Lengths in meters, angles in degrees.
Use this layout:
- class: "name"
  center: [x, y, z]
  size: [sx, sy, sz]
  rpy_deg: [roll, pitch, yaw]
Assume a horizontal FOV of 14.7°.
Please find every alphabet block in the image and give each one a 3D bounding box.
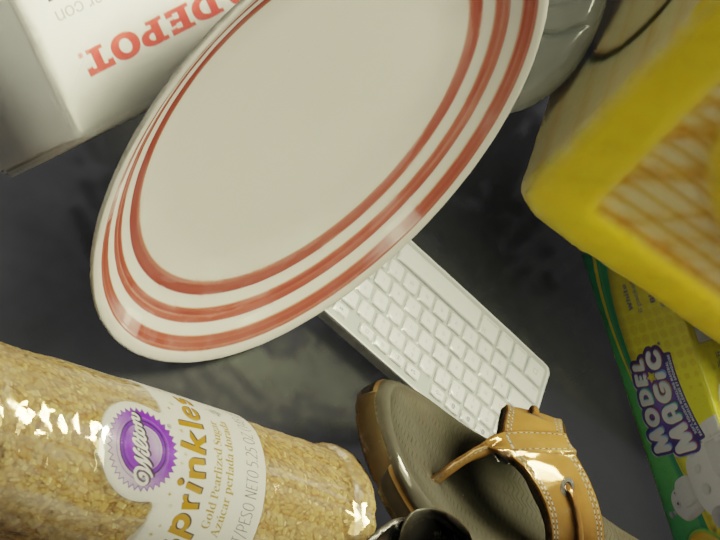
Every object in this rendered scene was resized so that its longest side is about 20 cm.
- class: "alphabet block"
  center: [0.206, -0.088, 1.095]
  size: [0.196, 0.195, 0.200]
  rpy_deg: [32, 42, -11]

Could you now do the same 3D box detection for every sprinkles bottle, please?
- class: "sprinkles bottle"
  center: [-0.089, 0.066, 0.911]
  size: [0.200, 0.068, 0.068]
  rpy_deg: [21, 64, -37]

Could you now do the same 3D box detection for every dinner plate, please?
- class: "dinner plate"
  center: [-0.016, -0.051, 0.950]
  size: [0.200, 0.200, 0.024]
  rpy_deg: [-18, 54, -44]

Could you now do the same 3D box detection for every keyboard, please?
- class: "keyboard"
  center: [0.000, 0.000, 1.051]
  size: [0.200, 0.011, 0.056]
  rpy_deg: [42, 53, -25]

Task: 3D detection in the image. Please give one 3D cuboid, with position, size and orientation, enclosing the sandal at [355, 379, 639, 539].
- class: "sandal"
  center: [0.069, 0.087, 1.028]
  size: [0.200, 0.055, 0.082]
  rpy_deg: [34, 26, -38]

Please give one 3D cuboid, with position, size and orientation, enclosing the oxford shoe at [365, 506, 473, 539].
- class: "oxford shoe"
  center: [0.029, 0.127, 0.941]
  size: [0.200, 0.073, 0.085]
  rpy_deg: [39, 69, -72]

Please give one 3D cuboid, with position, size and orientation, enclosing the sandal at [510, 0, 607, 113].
- class: "sandal"
  center: [0.067, -0.156, 1.126]
  size: [0.050, 0.082, 0.203]
  rpy_deg: [39, 48, -64]

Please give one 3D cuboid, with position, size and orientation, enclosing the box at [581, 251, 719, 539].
- class: "box"
  center: [0.172, 0.071, 1.162]
  size: [0.117, 0.048, 0.201]
  rpy_deg: [-15, 85, -45]

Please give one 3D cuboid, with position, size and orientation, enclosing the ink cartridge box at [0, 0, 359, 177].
- class: "ink cartridge box"
  center: [-0.095, -0.153, 0.942]
  size: [0.145, 0.084, 0.200]
  rpy_deg: [-30, 97, -27]
